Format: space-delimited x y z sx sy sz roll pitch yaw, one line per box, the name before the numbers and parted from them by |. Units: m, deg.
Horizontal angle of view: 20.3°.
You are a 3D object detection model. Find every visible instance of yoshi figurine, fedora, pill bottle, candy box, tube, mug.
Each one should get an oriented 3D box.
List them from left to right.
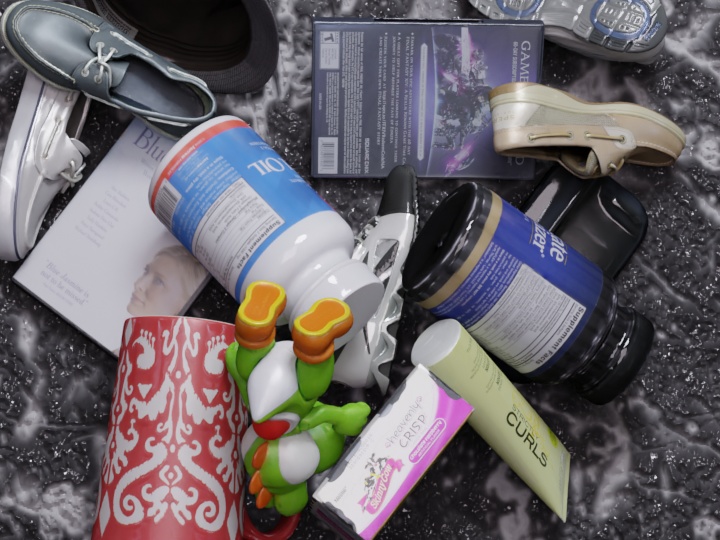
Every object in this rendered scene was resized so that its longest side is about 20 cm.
fedora | -0.148 -0.246 1.731 0.199 0.177 0.091 12 50 15
mug | -0.142 0.149 1.679 0.133 0.177 0.202 -2 78 32
pill bottle | -0.075 -0.026 1.663 0.112 0.112 0.200 -42 69 -8
yoshi figurine | -0.051 0.100 1.608 0.111 0.201 0.113 -10 38 -19
candy box | 0.022 0.156 1.633 0.061 0.200 0.137 39 82 5
tube | 0.119 0.120 1.664 0.058 0.052 0.200 -49 119 -14
pill bottle | 0.141 0.024 1.665 0.199 0.112 0.112 34 80 -15

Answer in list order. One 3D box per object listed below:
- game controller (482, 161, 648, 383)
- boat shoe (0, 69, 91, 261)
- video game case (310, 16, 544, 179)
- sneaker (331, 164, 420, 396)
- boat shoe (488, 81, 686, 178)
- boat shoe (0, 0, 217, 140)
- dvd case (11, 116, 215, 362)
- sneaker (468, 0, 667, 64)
game controller | 0.165 -0.001 1.752 0.104 0.042 0.200 39 81 -10
boat shoe | -0.266 -0.102 1.734 0.065 0.072 0.201 10 72 4
video game case | 0.056 -0.148 1.740 0.198 0.019 0.144 0 114 -3
sneaker | 0.000 0.000 1.722 0.088 0.074 0.201 12 80 -2
boat shoe | 0.195 -0.109 1.720 0.199 0.072 0.065 11 71 -32
boat shoe | -0.209 -0.175 1.702 0.199 0.062 0.073 29 78 -18
dvd case | -0.188 -0.028 1.748 0.142 0.018 0.200 36 81 5
sneaker | 0.178 -0.223 1.769 0.199 0.087 0.075 25 82 21
